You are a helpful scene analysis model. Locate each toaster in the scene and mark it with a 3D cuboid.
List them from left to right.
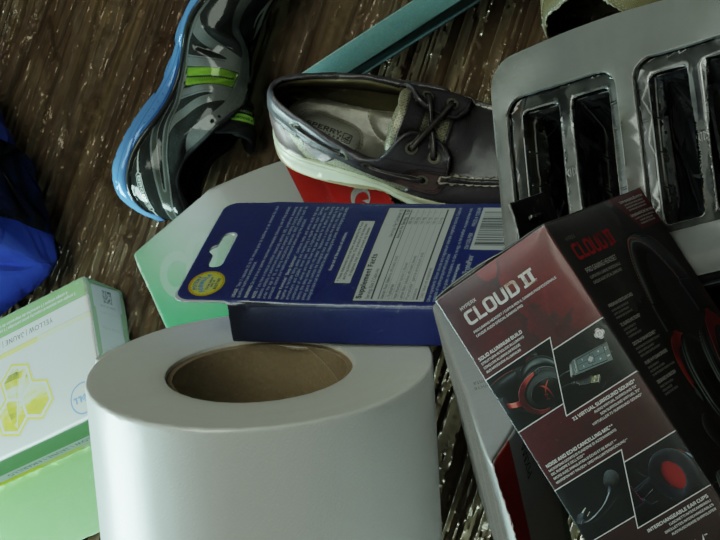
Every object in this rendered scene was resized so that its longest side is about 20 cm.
[{"bbox_3d":[0.181,-0.056,1.195,0.180,0.119,0.201,-14,70,30],"label":"toaster"}]

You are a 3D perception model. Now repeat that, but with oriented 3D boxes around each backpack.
[{"bbox_3d":[-0.328,-0.065,1.523,0.162,0.168,0.200,-32,57,16],"label":"backpack"}]

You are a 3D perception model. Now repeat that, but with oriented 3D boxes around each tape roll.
[{"bbox_3d":[-0.053,0.119,1.227,0.202,0.203,0.140,8,111,36],"label":"tape roll"}]

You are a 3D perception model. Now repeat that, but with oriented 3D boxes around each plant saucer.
[{"bbox_3d":[0.052,-0.169,1.350,0.200,0.070,0.019,-30,88,25],"label":"plant saucer"}]

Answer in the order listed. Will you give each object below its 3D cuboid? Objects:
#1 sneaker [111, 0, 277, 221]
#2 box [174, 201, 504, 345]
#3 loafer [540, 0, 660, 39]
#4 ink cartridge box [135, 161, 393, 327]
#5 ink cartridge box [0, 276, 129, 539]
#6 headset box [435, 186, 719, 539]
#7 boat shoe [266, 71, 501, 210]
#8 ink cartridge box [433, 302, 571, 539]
[{"bbox_3d":[-0.094,-0.122,1.443,0.083,0.071,0.200,28,96,22],"label":"sneaker"},{"bbox_3d":[0.000,0.000,1.272,0.199,0.121,0.032,2,122,14],"label":"box"},{"bbox_3d":[0.181,-0.169,1.234,0.200,0.076,0.068,-14,51,52],"label":"loafer"},{"bbox_3d":[-0.038,-0.001,1.367,0.200,0.050,0.161,-40,59,22],"label":"ink cartridge box"},{"bbox_3d":[-0.215,0.124,1.467,0.145,0.048,0.200,-25,62,27],"label":"ink cartridge box"},{"bbox_3d":[0.132,0.050,1.066,0.075,0.149,0.200,-35,82,26],"label":"headset box"},{"bbox_3d":[0.032,-0.083,1.316,0.199,0.065,0.072,13,70,22],"label":"boat shoe"},{"bbox_3d":[0.094,0.130,1.144,0.050,0.161,0.200,-17,40,-2],"label":"ink cartridge box"}]
